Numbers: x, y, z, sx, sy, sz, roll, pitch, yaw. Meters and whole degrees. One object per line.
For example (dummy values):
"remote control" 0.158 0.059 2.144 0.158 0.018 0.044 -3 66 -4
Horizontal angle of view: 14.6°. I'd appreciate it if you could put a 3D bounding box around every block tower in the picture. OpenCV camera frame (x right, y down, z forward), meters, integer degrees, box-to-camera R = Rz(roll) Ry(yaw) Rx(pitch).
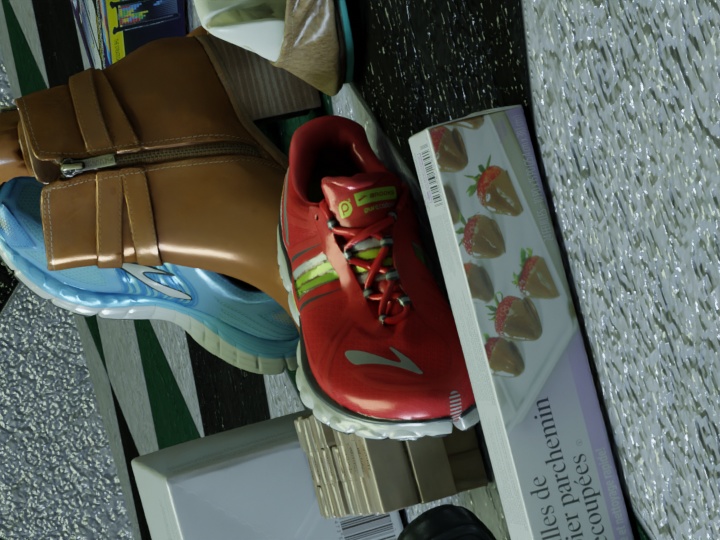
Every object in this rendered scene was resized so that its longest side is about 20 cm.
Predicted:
"block tower" 0.013 0.086 1.340 0.200 0.054 0.058 156 100 -80

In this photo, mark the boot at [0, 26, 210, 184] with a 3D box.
"boot" -0.143 -0.089 1.603 0.200 0.154 0.077 141 121 -80

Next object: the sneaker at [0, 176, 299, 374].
"sneaker" -0.108 -0.018 1.560 0.090 0.199 0.079 109 178 -50

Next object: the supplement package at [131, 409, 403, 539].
"supplement package" -0.050 0.151 1.578 0.200 0.119 0.122 177 77 -79

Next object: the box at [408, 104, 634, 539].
"box" 0.063 0.039 1.045 0.041 0.038 0.201 159 97 -81

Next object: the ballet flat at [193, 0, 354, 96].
"ballet flat" -0.040 -0.140 1.255 0.200 0.072 0.068 95 156 -62

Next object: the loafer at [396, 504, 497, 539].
"loafer" 0.037 0.171 1.285 0.070 0.068 0.201 55 162 39

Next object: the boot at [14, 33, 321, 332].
"boot" -0.083 -0.020 1.420 0.077 0.155 0.201 152 103 -79

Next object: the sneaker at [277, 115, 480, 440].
"sneaker" 0.000 0.000 1.241 0.200 0.077 0.085 -118 22 -51

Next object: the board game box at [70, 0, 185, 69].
"board game box" -0.160 -0.197 1.877 0.200 0.056 0.166 92 163 -59
